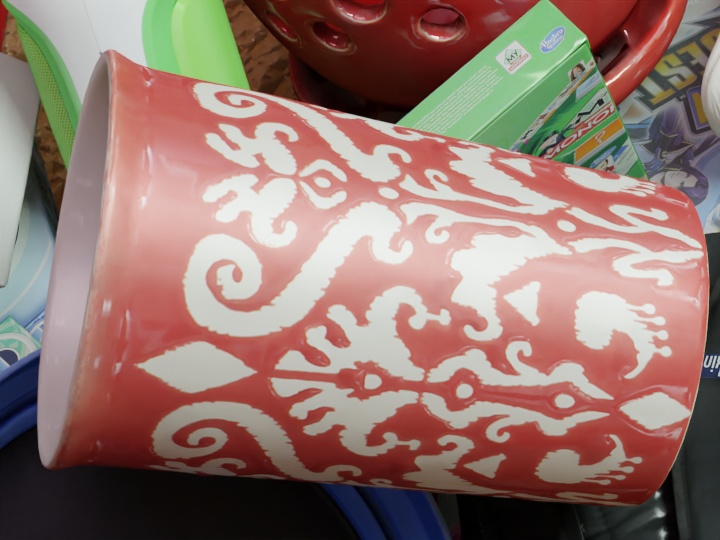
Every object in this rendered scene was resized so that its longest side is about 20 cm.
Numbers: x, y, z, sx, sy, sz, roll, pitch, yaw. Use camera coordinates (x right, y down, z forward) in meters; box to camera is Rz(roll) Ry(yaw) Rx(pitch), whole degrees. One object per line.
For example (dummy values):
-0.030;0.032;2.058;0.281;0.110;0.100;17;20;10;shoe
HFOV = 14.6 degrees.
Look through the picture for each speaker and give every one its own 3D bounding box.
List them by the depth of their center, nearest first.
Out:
-0.079;-0.054;1.110;0.088;0.201;0.089;-14;25;7;speaker

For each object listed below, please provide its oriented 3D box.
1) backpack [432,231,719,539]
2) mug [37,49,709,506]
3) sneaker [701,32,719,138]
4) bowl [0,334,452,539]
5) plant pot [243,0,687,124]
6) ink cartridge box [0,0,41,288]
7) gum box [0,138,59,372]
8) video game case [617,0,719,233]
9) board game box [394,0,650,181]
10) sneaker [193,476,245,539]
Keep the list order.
0.107;0.101;1.025;0.166;0.127;0.201;-20;58;14;backpack
0.003;-0.006;0.932;0.199;0.134;0.178;9;47;-11;mug
0.182;-0.130;1.155;0.088;0.075;0.200;18;59;36;sneaker
-0.060;0.115;0.954;0.199;0.039;0.202;12;57;-19;bowl
0.037;-0.155;1.140;0.199;0.183;0.201;-15;42;14;plant pot
-0.214;-0.101;1.077;0.045;0.199;0.177;-16;60;50;ink cartridge box
-0.203;0.012;1.159;0.169;0.045;0.201;-22;54;1;gum box
0.196;-0.059;1.156;0.199;0.026;0.181;-29;58;-5;video game case
0.020;0.000;1.084;0.200;0.135;0.029;-40;58;-3;board game box
-0.078;0.138;1.014;0.081;0.077;0.201;-10;61;-11;sneaker
